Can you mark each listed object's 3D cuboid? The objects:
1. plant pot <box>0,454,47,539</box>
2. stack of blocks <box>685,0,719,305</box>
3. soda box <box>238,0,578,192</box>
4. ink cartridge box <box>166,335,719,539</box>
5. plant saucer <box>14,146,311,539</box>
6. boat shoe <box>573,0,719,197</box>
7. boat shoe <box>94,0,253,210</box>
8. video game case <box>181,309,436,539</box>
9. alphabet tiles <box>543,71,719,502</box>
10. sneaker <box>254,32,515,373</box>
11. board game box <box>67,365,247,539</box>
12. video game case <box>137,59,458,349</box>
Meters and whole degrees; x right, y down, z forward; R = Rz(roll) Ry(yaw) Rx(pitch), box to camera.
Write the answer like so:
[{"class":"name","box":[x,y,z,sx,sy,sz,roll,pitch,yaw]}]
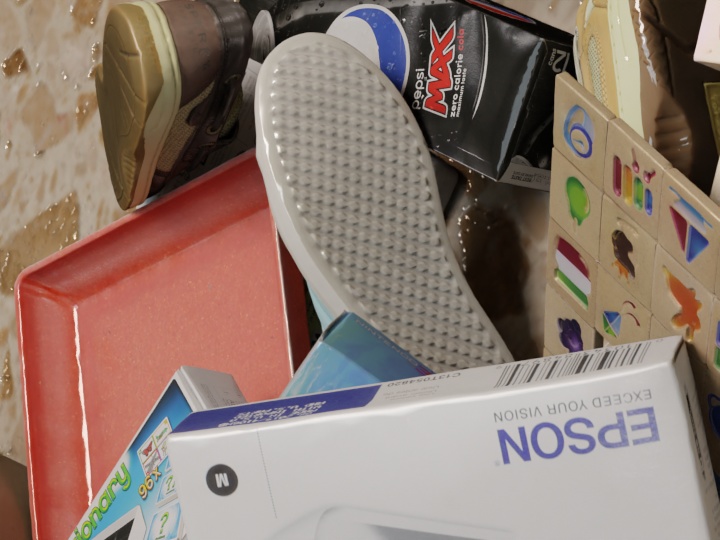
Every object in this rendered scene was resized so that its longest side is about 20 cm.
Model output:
[{"class":"plant pot","box":[-0.236,0.154,1.191,0.200,0.173,0.201,-15,70,46]},{"class":"stack of blocks","box":[0.179,-0.075,0.861,0.058,0.115,0.201,15,92,47]},{"class":"soda box","box":[0.028,-0.095,1.054,0.200,0.071,0.064,30,106,46]},{"class":"ink cartridge box","box":[0.043,0.137,0.884,0.199,0.041,0.201,-10,102,18]},{"class":"plant saucer","box":[-0.085,0.068,1.123,0.200,0.037,0.200,-25,65,43]},{"class":"boat shoe","box":[0.122,-0.021,0.942,0.076,0.071,0.201,-22,70,56]},{"class":"boat shoe","box":[-0.085,-0.076,1.106,0.200,0.065,0.074,138,120,-77]},{"class":"video game case","box":[0.022,0.147,0.940,0.200,0.045,0.182,36,110,4]},{"class":"alphabet tiles","box":[0.125,0.046,0.861,0.200,0.008,0.168,47,149,41]},{"class":"sneaker","box":[0.000,0.000,1.017,0.201,0.074,0.082,68,157,0]},{"class":"board game box","box":[-0.092,0.158,1.060,0.200,0.035,0.126,-56,45,24]},{"class":"video game case","box":[-0.053,0.004,1.151,0.182,0.023,0.201,37,106,45]}]
